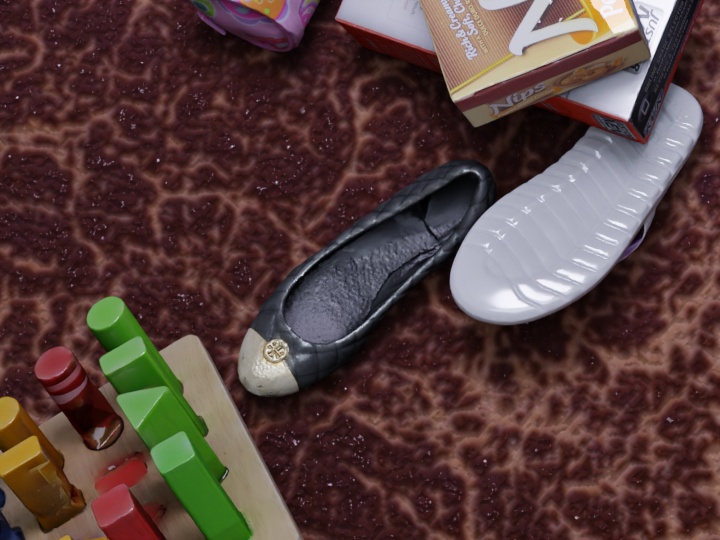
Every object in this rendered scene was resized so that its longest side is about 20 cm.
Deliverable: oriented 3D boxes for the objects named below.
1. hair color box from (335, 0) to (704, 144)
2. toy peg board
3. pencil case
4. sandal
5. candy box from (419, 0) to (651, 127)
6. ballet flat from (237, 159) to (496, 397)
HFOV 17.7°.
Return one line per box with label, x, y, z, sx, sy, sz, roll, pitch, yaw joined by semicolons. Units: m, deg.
hair color box;0.097;-0.159;1.411;0.199;0.061;0.102;22;86;21
toy peg board;-0.163;0.125;1.332;0.199;0.098;0.200;-31;41;-1
pencil case;-0.040;-0.240;1.451;0.087;0.087;0.201;20;81;9
sandal;0.139;-0.032;1.407;0.203;0.050;0.082;-43;62;-17
candy box;0.083;-0.199;1.361;0.115;0.055;0.201;-21;72;12
ballet flat;0.000;0.000;1.411;0.200;0.057;0.066;-43;78;-3
